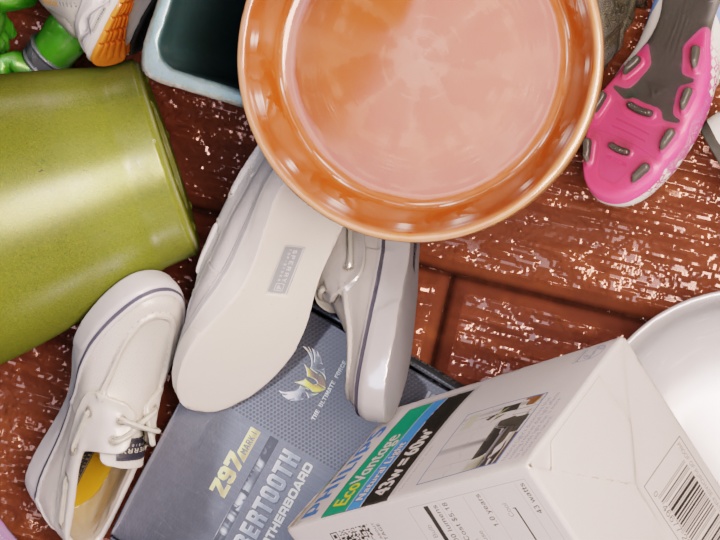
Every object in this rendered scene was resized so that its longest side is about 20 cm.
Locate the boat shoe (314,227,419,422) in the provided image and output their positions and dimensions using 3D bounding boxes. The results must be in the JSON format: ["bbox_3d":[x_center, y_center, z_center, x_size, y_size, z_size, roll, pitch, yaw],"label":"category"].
[{"bbox_3d":[0.000,0.000,1.286,0.065,0.072,0.201,1,65,9],"label":"boat shoe"}]

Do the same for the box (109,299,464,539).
[{"bbox_3d":[-0.046,0.123,1.333,0.157,0.051,0.201,30,94,11],"label":"box"}]

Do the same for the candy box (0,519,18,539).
[{"bbox_3d":[-0.274,0.280,1.367,0.200,0.072,0.168,-43,82,8],"label":"candy box"}]

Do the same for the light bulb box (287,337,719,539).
[{"bbox_3d":[0.102,0.170,1.198,0.200,0.125,0.199,-20,108,45],"label":"light bulb box"}]

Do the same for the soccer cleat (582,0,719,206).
[{"bbox_3d":[0.200,-0.125,1.265,0.070,0.086,0.201,21,87,33],"label":"soccer cleat"}]

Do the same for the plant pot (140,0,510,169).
[{"bbox_3d":[0.009,-0.174,1.249,0.195,0.200,0.197,18,93,10],"label":"plant pot"}]

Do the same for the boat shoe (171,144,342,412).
[{"bbox_3d":[-0.069,-0.004,1.270,0.072,0.069,0.201,3,127,-25],"label":"boat shoe"}]

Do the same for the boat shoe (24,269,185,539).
[{"bbox_3d":[-0.153,0.094,1.310,0.070,0.071,0.201,52,125,38],"label":"boat shoe"}]

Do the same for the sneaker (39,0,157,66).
[{"bbox_3d":[-0.143,-0.225,1.239,0.092,0.076,0.201,38,115,17],"label":"sneaker"}]

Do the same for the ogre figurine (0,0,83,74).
[{"bbox_3d":[-0.209,-0.217,1.347,0.119,0.098,0.201,-13,76,22],"label":"ogre figurine"}]

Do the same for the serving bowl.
[{"bbox_3d":[0.236,0.111,1.270,0.199,0.066,0.201,0,89,11],"label":"serving bowl"}]

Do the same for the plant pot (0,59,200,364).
[{"bbox_3d":[-0.209,-0.044,1.309,0.192,0.200,0.201,-19,86,-2],"label":"plant pot"}]

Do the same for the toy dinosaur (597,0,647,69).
[{"bbox_3d":[0.137,-0.157,1.259,0.077,0.200,0.103,17,55,1],"label":"toy dinosaur"}]

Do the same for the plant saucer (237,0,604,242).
[{"bbox_3d":[0.033,-0.115,1.127,0.199,0.032,0.202,0,89,12],"label":"plant saucer"}]

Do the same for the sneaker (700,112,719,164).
[{"bbox_3d":[0.308,-0.047,1.247,0.121,0.084,0.200,-43,90,13],"label":"sneaker"}]
